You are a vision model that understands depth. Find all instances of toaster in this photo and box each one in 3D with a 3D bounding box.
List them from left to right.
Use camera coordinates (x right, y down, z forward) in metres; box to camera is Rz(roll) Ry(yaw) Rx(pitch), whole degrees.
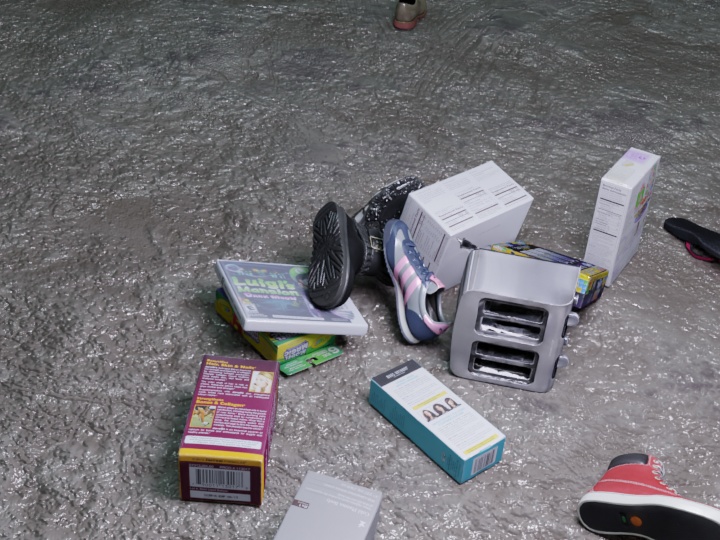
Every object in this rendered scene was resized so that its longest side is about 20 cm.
[{"bbox_3d":[0.224,0.069,1.638,0.199,0.181,0.119,11,37,7],"label":"toaster"}]

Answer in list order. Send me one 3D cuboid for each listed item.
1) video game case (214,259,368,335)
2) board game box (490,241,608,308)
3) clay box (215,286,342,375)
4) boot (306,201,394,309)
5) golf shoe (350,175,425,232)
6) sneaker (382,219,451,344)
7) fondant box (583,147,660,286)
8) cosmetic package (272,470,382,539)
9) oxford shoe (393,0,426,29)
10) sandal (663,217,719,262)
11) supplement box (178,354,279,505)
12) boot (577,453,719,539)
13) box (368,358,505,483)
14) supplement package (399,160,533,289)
[{"bbox_3d":[-0.109,0.041,1.679,0.200,0.023,0.182,4,28,-25],"label":"video game case"},{"bbox_3d":[0.308,0.004,1.781,0.165,0.057,0.200,21,10,19],"label":"board game box"},{"bbox_3d":[-0.125,0.079,1.692,0.115,0.048,0.200,-20,41,-35],"label":"clay box"},{"bbox_3d":[0.002,-0.002,1.724,0.158,0.079,0.211,33,42,-31],"label":"boot"},{"bbox_3d":[0.026,-0.095,1.856,0.078,0.200,0.095,40,14,-22],"label":"golf shoe"},{"bbox_3d":[0.094,0.010,1.700,0.082,0.200,0.070,-18,-6,36],"label":"sneaker"},{"bbox_3d":[0.449,-0.093,1.881,0.058,0.200,0.144,23,38,23],"label":"fondant box"},{"bbox_3d":[-0.053,0.345,1.295,0.107,0.090,0.200,15,33,9],"label":"cosmetic package"},{"bbox_3d":[0.134,-0.686,2.784,0.070,0.075,0.200,10,35,7],"label":"oxford shoe"},{"bbox_3d":[0.628,-0.047,1.984,0.075,0.045,0.200,-3,21,-21],"label":"sandal"},{"bbox_3d":[-0.174,0.212,1.467,0.110,0.086,0.200,5,35,0],"label":"supplement box"},{"bbox_3d":[0.401,0.290,1.412,0.200,0.073,0.144,4,26,37],"label":"boot"},{"bbox_3d":[0.105,0.210,1.537,0.082,0.049,0.200,-21,43,-33],"label":"box"},{"bbox_3d":[0.166,-0.070,1.836,0.200,0.156,0.111,-23,57,-35],"label":"supplement package"}]
